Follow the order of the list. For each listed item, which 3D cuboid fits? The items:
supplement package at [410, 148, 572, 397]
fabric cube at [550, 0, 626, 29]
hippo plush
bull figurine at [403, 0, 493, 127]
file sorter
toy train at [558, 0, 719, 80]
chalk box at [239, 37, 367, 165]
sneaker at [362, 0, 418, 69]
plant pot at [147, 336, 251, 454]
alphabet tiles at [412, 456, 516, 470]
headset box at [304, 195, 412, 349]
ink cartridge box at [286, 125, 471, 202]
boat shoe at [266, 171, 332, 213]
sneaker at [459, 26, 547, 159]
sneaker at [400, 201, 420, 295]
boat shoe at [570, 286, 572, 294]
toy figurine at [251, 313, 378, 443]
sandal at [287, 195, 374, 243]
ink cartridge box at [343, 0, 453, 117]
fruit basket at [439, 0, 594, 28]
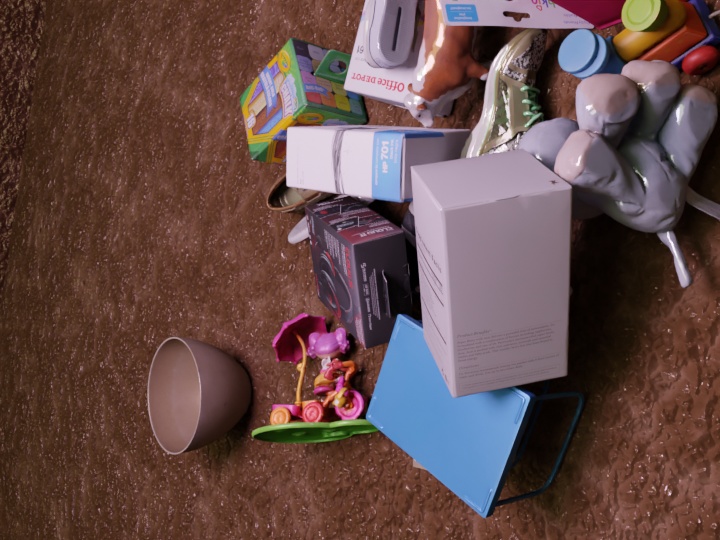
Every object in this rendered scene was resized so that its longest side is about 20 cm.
[{"bbox_3d":[0.125,0.000,0.683,0.120,0.121,0.201,-110,12,-62],"label":"supplement package"},{"bbox_3d":[0.253,-0.379,0.658,0.196,0.199,0.201,-10,79,49],"label":"fabric cube"},{"bbox_3d":[0.253,-0.112,0.701,0.159,0.200,0.161,-54,18,-5],"label":"hippo plush"},{"bbox_3d":[0.118,-0.273,0.852,0.065,0.121,0.201,-133,46,-69],"label":"bull figurine"},{"bbox_3d":[0.128,0.154,0.801,0.200,0.122,0.139,31,109,45],"label":"file sorter"},{"bbox_3d":[0.294,-0.237,0.661,0.200,0.116,0.085,-34,63,42],"label":"toy train"},{"bbox_3d":[-0.078,-0.262,1.080,0.200,0.125,0.124,-33,63,44],"label":"chalk box"},{"bbox_3d":[0.039,-0.350,0.870,0.071,0.073,0.201,18,93,61],"label":"sneaker"},{"bbox_3d":[-0.277,0.219,1.256,0.200,0.134,0.201,-4,84,48],"label":"plant pot"},{"bbox_3d":[0.118,0.183,0.906,0.200,0.006,0.167,-1,85,48],"label":"alphabet tiles"},{"bbox_3d":[0.000,0.000,0.934,0.200,0.075,0.149,-139,38,-58],"label":"headset box"},{"bbox_3d":[0.022,-0.144,0.911,0.200,0.146,0.086,14,109,40],"label":"ink cartridge box"},{"bbox_3d":[-0.078,-0.141,1.096,0.200,0.074,0.076,-35,81,45],"label":"boat shoe"},{"bbox_3d":[0.190,-0.180,0.819,0.089,0.077,0.200,33,118,35],"label":"sneaker"},{"bbox_3d":[0.108,0.004,0.894,0.200,0.073,0.112,57,131,43],"label":"sneaker"},{"bbox_3d":[0.172,-0.038,0.813,0.065,0.074,0.200,-43,74,32],"label":"boat shoe"},{"bbox_3d":[-0.064,0.152,1.044,0.200,0.150,0.185,-13,66,25],"label":"toy figurine"},{"bbox_3d":[-0.039,-0.075,1.072,0.202,0.083,0.050,-24,112,43],"label":"sandal"},{"bbox_3d":[0.072,-0.322,0.945,0.144,0.084,0.201,27,108,46],"label":"ink cartridge box"},{"bbox_3d":[0.163,-0.362,0.777,0.094,0.185,0.201,123,140,-65],"label":"fruit basket"}]
